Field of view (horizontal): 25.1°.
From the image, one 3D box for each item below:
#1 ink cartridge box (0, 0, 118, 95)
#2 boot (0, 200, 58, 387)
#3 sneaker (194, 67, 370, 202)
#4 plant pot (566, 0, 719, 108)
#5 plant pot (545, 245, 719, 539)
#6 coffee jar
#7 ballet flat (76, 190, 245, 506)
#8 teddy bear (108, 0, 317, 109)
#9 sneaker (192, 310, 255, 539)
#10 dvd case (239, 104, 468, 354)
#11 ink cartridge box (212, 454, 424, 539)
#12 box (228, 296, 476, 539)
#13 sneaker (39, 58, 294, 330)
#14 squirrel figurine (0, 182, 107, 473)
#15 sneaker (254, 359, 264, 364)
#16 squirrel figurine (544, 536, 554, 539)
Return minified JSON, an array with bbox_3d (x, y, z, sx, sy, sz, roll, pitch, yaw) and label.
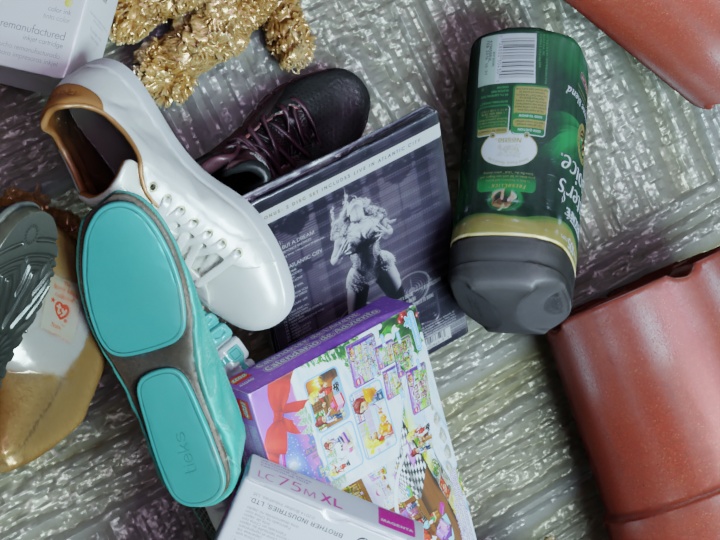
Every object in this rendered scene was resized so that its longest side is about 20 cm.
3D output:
[{"bbox_3d":[-0.209,-0.222,1.046,0.116,0.068,0.201,13,83,7],"label":"ink cartridge box"},{"bbox_3d":[-0.272,-0.007,0.871,0.200,0.072,0.182,38,113,18],"label":"boot"},{"bbox_3d":[-0.059,-0.073,1.088,0.200,0.115,0.076,-40,98,-17],"label":"sneaker"},{"bbox_3d":[0.231,-0.233,1.164,0.195,0.201,0.201,40,76,-23],"label":"plant pot"},{"bbox_3d":[0.237,0.098,1.160,0.200,0.201,0.196,-22,88,-19],"label":"plant pot"},{"bbox_3d":[0.112,-0.060,1.131,0.085,0.104,0.201,2,68,14],"label":"coffee jar"},{"bbox_3d":[-0.118,0.043,0.969,0.067,0.070,0.201,-14,105,9],"label":"ballet flat"},{"bbox_3d":[-0.087,-0.198,1.111,0.199,0.067,0.146,-20,97,-19],"label":"teddy bear"},{"bbox_3d":[-0.102,0.113,1.070,0.077,0.091,0.201,-27,111,-26],"label":"sneaker"},{"bbox_3d":[0.000,0.000,1.103,0.148,0.016,0.201,-28,133,-19],"label":"dvd case"},{"bbox_3d":[-0.053,0.224,1.014,0.119,0.042,0.201,23,107,-5],"label":"ink cartridge box"},{"bbox_3d":[-0.002,0.136,1.060,0.136,0.039,0.201,-27,112,-30],"label":"box"},{"bbox_3d":[-0.124,-0.032,0.988,0.200,0.073,0.085,49,29,-7],"label":"sneaker"},{"bbox_3d":[-0.238,0.028,1.006,0.200,0.186,0.142,-31,109,-52],"label":"squirrel figurine"},{"bbox_3d":[-0.010,0.123,1.122,0.080,0.071,0.200,-49,120,-23],"label":"sneaker"},{"bbox_3d":[0.135,0.292,1.110,0.186,0.141,0.201,-12,118,-26],"label":"squirrel figurine"}]
